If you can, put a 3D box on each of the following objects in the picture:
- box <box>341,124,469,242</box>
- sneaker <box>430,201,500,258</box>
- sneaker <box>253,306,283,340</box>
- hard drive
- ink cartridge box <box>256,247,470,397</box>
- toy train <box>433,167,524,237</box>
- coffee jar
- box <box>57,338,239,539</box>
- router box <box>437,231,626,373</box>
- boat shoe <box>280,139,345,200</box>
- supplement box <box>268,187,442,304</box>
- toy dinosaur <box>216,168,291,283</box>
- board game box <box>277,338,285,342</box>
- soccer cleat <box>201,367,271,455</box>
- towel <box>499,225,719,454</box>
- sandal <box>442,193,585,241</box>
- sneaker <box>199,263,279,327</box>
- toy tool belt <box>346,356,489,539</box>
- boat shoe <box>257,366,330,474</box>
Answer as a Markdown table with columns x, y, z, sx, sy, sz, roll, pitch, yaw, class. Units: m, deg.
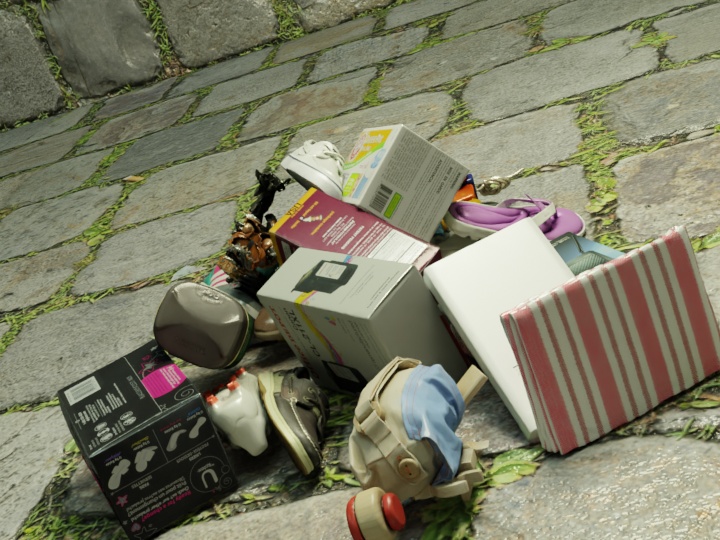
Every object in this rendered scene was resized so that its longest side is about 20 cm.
| x | y | z | sx | sy | sz | roll | pitch | yaw | class |
| --- | --- | --- | --- | --- | --- | --- | --- | --- | --- |
| 0.041 | -0.107 | 1.381 | 0.114 | 0.100 | 0.200 | -60 | 14 | -2 | box |
| 0.137 | -0.016 | 1.381 | 0.088 | 0.075 | 0.199 | 26 | 47 | 36 | sneaker |
| -0.081 | 0.011 | 1.411 | 0.069 | 0.077 | 0.200 | -3 | 28 | 35 | sneaker |
| 0.166 | 0.052 | 1.088 | 0.130 | 0.026 | 0.201 | -25 | 60 | -13 | hard drive |
| 0.000 | 0.064 | 1.188 | 0.198 | 0.147 | 0.083 | 9 | 48 | 50 | ink cartridge box |
| 0.152 | -0.083 | 1.496 | 0.197 | 0.086 | 0.116 | -22 | 33 | -4 | toy train |
| -0.179 | 0.065 | 1.275 | 0.103 | 0.087 | 0.200 | 22 | -6 | -2 | coffee jar |
| -0.231 | 0.178 | 1.181 | 0.131 | 0.116 | 0.200 | -28 | 22 | -16 | box |
| 0.197 | 0.041 | 1.190 | 0.198 | 0.063 | 0.150 | -28 | 23 | -16 | router box |
| -0.054 | -0.134 | 1.406 | 0.066 | 0.073 | 0.200 | -48 | 24 | 0 | boat shoe |
| 0.000 | 0.000 | 1.289 | 0.198 | 0.111 | 0.086 | 26 | 59 | 32 | supplement box |
| -0.125 | -0.049 | 1.418 | 0.137 | 0.101 | 0.201 | -55 | 14 | 19 | toy dinosaur |
| -0.030 | 0.041 | 1.433 | 0.196 | 0.030 | 0.096 | -14 | 23 | 10 | board game box |
| -0.133 | 0.159 | 1.214 | 0.069 | 0.078 | 0.200 | -32 | 3 | -5 | soccer cleat |
| 0.232 | 0.062 | 1.005 | 0.197 | 0.149 | 0.030 | -25 | 17 | -11 | towel |
| 0.197 | -0.067 | 1.360 | 0.199 | 0.050 | 0.083 | -1 | 39 | -25 | sandal |
| -0.148 | 0.010 | 1.492 | 0.121 | 0.083 | 0.199 | -52 | 24 | -8 | sneaker |
| 0.056 | 0.155 | 0.979 | 0.121 | 0.126 | 0.201 | -22 | 22 | 17 | toy tool belt |
| -0.065 | 0.145 | 1.166 | 0.064 | 0.074 | 0.200 | -27 | 23 | -5 | boat shoe |
